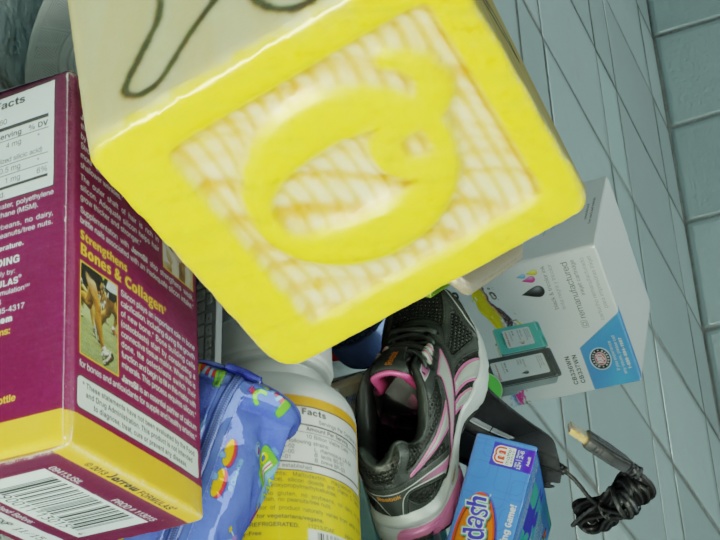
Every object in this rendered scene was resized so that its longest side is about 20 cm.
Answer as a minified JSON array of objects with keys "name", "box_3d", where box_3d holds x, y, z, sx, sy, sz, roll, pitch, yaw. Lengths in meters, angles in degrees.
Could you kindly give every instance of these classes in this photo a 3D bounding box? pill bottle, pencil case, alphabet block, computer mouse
[{"name":"pill bottle","box_3d":[-0.057,0.133,0.989,0.113,0.112,0.201,49,33,-52]},{"name":"pencil case","box_3d":[-0.094,0.140,0.857,0.087,0.078,0.200,116,-5,-55]},{"name":"alphabet block","box_3d":[-0.024,-0.109,0.845,0.196,0.195,0.200,49,17,-42]},{"name":"computer mouse","box_3d":[0.111,0.125,1.139,0.200,0.140,0.046,39,68,-2]}]

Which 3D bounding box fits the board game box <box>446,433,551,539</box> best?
[{"name":"board game box","box_3d":[0.087,0.214,1.100,0.200,0.045,0.152,69,36,-65]}]

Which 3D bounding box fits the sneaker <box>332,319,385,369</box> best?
[{"name":"sneaker","box_3d":[0.028,0.039,1.269,0.078,0.070,0.200,60,22,-16]}]

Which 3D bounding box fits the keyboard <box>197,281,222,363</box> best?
[{"name":"keyboard","box_3d":[-0.109,0.035,1.001,0.011,0.056,0.201,39,40,-45]}]

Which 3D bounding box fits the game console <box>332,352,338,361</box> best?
[{"name":"game console","box_3d":[-0.019,-0.028,1.337,0.200,0.031,0.177,-43,116,-69]}]

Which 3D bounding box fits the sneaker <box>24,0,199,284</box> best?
[{"name":"sneaker","box_3d":[-0.143,-0.076,0.983,0.112,0.073,0.201,-10,93,-74]}]

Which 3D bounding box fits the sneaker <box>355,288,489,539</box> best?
[{"name":"sneaker","box_3d":[0.037,0.077,1.077,0.200,0.080,0.086,-87,158,-44]}]

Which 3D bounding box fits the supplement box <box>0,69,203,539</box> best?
[{"name":"supplement box","box_3d":[-0.154,0.024,0.813,0.131,0.103,0.201,45,36,-55]}]

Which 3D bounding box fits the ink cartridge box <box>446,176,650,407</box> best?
[{"name":"ink cartridge box","box_3d":[0.152,0.028,1.514,0.146,0.199,0.147,-66,137,-59]}]

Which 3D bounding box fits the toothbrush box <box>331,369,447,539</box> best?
[{"name":"toothbrush box","box_3d":[-0.003,0.177,1.146,0.146,0.085,0.201,-13,89,-71]}]

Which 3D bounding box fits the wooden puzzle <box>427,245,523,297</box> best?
[{"name":"wooden puzzle","box_3d":[0.000,0.000,1.129,0.185,0.199,0.037,-27,116,-70]}]
